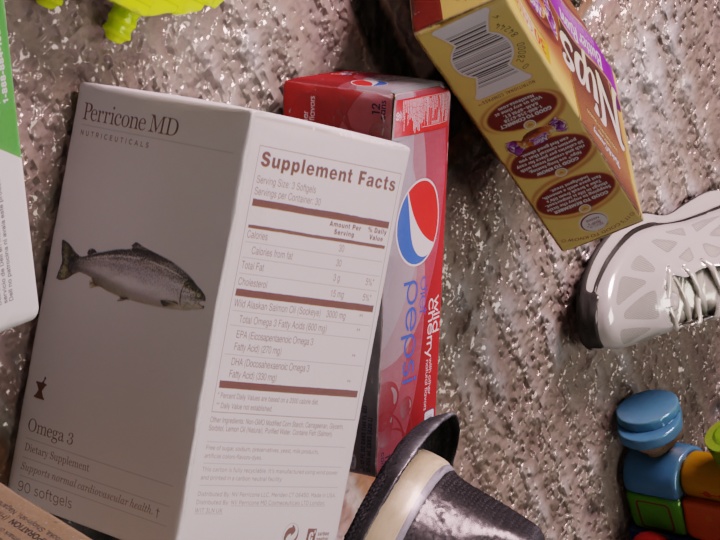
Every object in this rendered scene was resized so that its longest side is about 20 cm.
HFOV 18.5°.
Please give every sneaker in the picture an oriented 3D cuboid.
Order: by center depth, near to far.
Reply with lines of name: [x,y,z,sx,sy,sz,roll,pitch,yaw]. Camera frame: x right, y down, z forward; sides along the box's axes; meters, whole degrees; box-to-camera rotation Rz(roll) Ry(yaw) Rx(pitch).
sneaker: [0.228,0.002,1.401,0.200,0.115,0.076,-28,121,-44]

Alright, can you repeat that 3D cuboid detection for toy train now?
toy train: [0.254,0.142,1.407,0.085,0.199,0.116,-43,126,-35]

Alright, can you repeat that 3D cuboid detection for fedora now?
fedora: [0.038,0.177,1.115,0.201,0.091,0.201,-60,165,-28]

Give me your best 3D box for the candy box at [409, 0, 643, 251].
candy box: [0.087,-0.115,1.199,0.200,0.056,0.117,49,26,-44]

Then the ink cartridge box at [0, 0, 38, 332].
ink cartridge box: [-0.229,-0.026,0.848,0.200,0.083,0.148,-24,118,-47]

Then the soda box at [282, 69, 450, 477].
soda box: [0.000,0.000,1.149,0.063,0.070,0.201,-16,112,-57]

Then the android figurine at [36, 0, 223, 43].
android figurine: [-0.083,-0.200,0.999,0.182,0.041,0.201,20,97,-49]

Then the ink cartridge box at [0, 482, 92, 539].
ink cartridge box: [-0.152,0.188,0.925,0.075,0.164,0.201,-31,127,-35]

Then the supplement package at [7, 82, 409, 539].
supplement package: [-0.071,0.024,1.032,0.117,0.116,0.201,8,93,-50]
